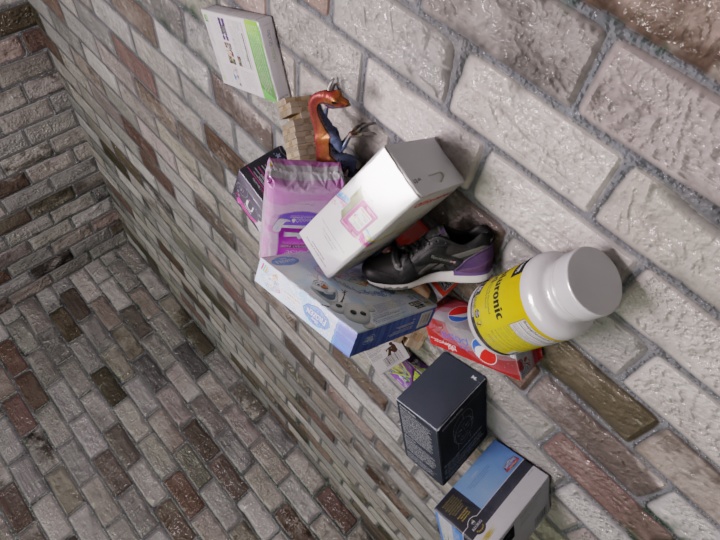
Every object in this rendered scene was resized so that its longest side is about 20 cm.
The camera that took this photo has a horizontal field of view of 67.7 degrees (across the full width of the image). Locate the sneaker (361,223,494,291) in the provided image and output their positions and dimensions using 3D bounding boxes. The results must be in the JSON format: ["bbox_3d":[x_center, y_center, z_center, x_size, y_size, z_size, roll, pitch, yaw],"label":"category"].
[{"bbox_3d":[0.098,-0.031,0.790,0.076,0.196,0.089,-96,0,-52],"label":"sneaker"}]

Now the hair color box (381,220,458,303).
[{"bbox_3d":[0.080,-0.036,0.902,0.201,0.061,0.102,50,162,9],"label":"hair color box"}]

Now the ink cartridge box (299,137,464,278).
[{"bbox_3d":[0.031,-0.090,0.760,0.199,0.144,0.085,-38,83,37],"label":"ink cartridge box"}]

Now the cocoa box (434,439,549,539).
[{"bbox_3d":[0.259,0.467,1.049,0.130,0.199,0.135,27,144,42],"label":"cocoa box"}]

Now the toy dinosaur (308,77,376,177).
[{"bbox_3d":[-0.041,-0.194,0.840,0.104,0.203,0.181,22,176,28],"label":"toy dinosaur"}]

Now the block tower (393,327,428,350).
[{"bbox_3d":[0.028,0.080,0.973,0.197,0.058,0.054,23,-160,-17],"label":"block tower"}]

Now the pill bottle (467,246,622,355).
[{"bbox_3d":[0.233,0.041,0.696,0.112,0.111,0.200,53,153,2],"label":"pill bottle"}]

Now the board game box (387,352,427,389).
[{"bbox_3d":[0.100,0.221,1.219,0.199,0.032,0.121,41,146,28],"label":"board game box"}]

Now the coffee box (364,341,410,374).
[{"bbox_3d":[0.013,0.091,1.077,0.201,0.079,0.113,58,-174,-24],"label":"coffee box"}]

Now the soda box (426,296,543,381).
[{"bbox_3d":[0.196,0.106,0.885,0.199,0.063,0.071,18,136,51],"label":"soda box"}]

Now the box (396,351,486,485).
[{"bbox_3d":[0.165,0.294,1.062,0.106,0.148,0.202,30,145,38],"label":"box"}]

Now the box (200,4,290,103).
[{"bbox_3d":[-0.214,-0.405,1.000,0.199,0.036,0.146,33,147,39],"label":"box"}]

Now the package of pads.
[{"bbox_3d":[-0.100,-0.087,0.869,0.202,0.118,0.077,107,161,-49],"label":"package of pads"}]

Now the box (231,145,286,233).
[{"bbox_3d":[-0.171,-0.135,1.153,0.201,0.114,0.132,54,153,1],"label":"box"}]

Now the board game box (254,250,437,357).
[{"bbox_3d":[-0.018,0.034,0.793,0.198,0.198,0.044,35,117,30],"label":"board game box"}]

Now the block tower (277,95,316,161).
[{"bbox_3d":[-0.097,-0.202,0.949,0.054,0.057,0.204,5,108,59],"label":"block tower"}]
